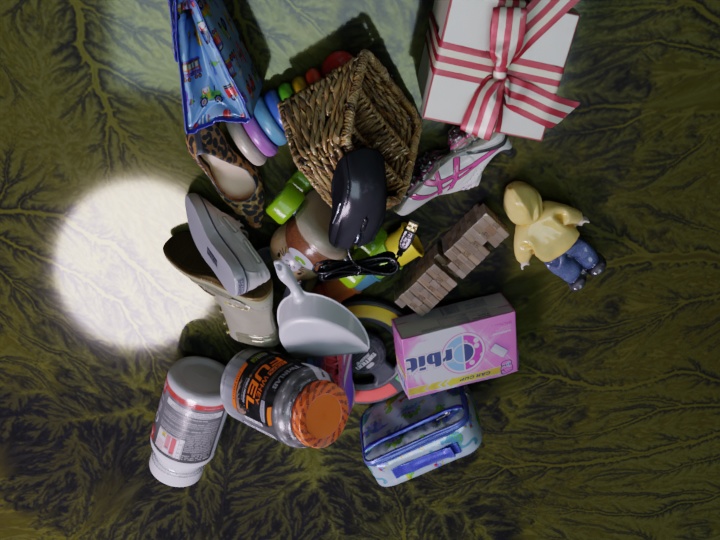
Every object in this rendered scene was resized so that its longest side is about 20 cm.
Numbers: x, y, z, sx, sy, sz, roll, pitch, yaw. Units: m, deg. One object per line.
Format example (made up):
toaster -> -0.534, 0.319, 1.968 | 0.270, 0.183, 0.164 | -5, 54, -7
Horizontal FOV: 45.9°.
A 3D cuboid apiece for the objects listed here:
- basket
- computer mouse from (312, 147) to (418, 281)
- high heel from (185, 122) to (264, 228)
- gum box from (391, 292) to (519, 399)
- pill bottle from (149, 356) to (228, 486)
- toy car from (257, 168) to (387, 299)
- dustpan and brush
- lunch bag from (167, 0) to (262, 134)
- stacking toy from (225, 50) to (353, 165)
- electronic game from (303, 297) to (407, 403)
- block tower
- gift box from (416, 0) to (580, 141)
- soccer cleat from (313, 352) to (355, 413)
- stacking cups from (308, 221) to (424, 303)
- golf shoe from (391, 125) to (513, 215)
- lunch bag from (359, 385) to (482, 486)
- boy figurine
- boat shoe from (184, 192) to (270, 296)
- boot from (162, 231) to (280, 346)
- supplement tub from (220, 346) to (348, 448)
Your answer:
basket -> 0.007, -0.164, 1.132 | 0.148, 0.144, 0.200 | -27, 149, 14
computer mouse -> 0.022, -0.062, 1.094 | 0.139, 0.046, 0.202 | -4, 128, -25
high heel -> -0.188, -0.123, 1.193 | 0.070, 0.143, 0.202 | -17, 117, 9
gum box -> 0.156, 0.117, 1.349 | 0.197, 0.066, 0.115 | -13, 119, -8
pill bottle -> -0.284, 0.253, 1.411 | 0.114, 0.116, 0.202 | 17, 117, -9
toy car -> -0.089, -0.027, 1.253 | 0.164, 0.158, 0.200 | 42, 123, -9
dustpan and brush -> -0.080, 0.057, 1.241 | 0.138, 0.058, 0.200 | -8, 147, 22
lunch bag -> -0.198, -0.302, 1.092 | 0.093, 0.151, 0.202 | -10, 118, 5
stacking toy -> -0.087, -0.234, 1.180 | 0.199, 0.086, 0.086 | -33, 114, 9
electronic game -> 0.003, 0.134, 1.391 | 0.197, 0.042, 0.203 | 0, 118, -1
block tower -> 0.137, -0.014, 1.305 | 0.058, 0.054, 0.200 | 39, 112, -18
gift box -> 0.183, -0.282, 1.086 | 0.197, 0.187, 0.187 | 6, 119, -2
soccer cleat -> -0.045, 0.156, 1.343 | 0.067, 0.073, 0.203 | -1, 117, 10
stacking cups -> 0.000, 0.000, 1.311 | 0.199, 0.061, 0.061 | -31, 115, 17
golf shoe -> 0.130, -0.139, 1.227 | 0.199, 0.073, 0.092 | -40, 113, 19
lunch bag -> 0.097, 0.258, 1.390 | 0.198, 0.161, 0.083 | -26, 116, 14
boy figurine -> 0.279, -0.053, 1.279 | 0.200, 0.065, 0.124 | 40, 111, -19
boat shoe -> -0.194, -0.046, 1.229 | 0.065, 0.200, 0.073 | -18, 136, -26
boot -> -0.211, 0.033, 1.311 | 0.198, 0.072, 0.156 | 26, 150, 21
supplement tub -> -0.116, 0.195, 1.296 | 0.121, 0.199, 0.125 | -10, 104, -41
